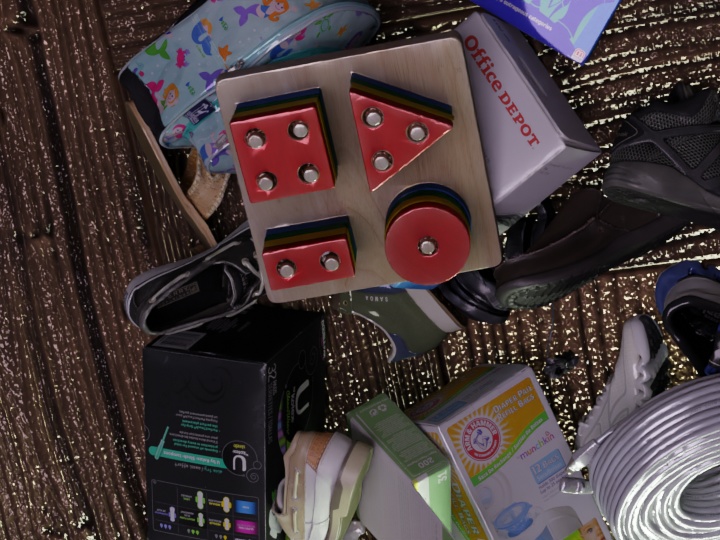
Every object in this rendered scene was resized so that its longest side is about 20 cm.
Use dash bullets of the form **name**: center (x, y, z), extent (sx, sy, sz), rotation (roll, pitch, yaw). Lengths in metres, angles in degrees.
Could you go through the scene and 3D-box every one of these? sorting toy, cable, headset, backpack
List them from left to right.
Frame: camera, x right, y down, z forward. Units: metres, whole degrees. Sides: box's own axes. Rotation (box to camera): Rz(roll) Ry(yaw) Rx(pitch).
- **backpack**: center (-0.080, -0.177, 1.592), extent (0.200, 0.178, 0.151), rotation (-44, 73, 20)
- **sorting toy**: center (0.000, -0.070, 1.501), extent (0.199, 0.070, 0.200), rotation (-10, 114, 7)
- **headset**: center (0.127, 0.004, 1.644), extent (0.123, 0.094, 0.200), rotation (-35, 84, 23)
- **cable**: center (0.294, 0.165, 1.583), extent (0.200, 0.069, 0.200), rotation (20, 127, -34)

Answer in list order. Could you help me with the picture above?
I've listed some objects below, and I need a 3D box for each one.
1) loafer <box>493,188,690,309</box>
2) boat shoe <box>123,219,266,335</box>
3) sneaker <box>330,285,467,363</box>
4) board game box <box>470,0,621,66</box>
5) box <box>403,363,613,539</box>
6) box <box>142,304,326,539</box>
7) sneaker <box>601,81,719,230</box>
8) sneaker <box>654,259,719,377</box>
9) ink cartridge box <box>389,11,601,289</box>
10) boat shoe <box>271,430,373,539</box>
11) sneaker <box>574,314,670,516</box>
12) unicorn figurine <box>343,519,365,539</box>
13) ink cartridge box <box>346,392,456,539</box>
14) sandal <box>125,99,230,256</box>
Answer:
- **loafer**: center (0.186, -0.029, 1.592), extent (0.071, 0.200, 0.073), rotation (60, 152, 11)
- **boat shoe**: center (-0.111, 0.007, 1.680), extent (0.200, 0.064, 0.071), rotation (-27, 114, -14)
- **sneaker**: center (0.000, 0.000, 1.689), extent (0.090, 0.067, 0.200), rotation (-38, 100, 20)
- **board game box**: center (0.171, -0.294, 1.562), extent (0.152, 0.045, 0.200), rotation (30, 112, 5)
- **box**: center (0.127, 0.195, 1.678), extent (0.101, 0.112, 0.200), rotation (-6, 111, 64)
- **box**: center (-0.113, 0.146, 1.724), extent (0.124, 0.149, 0.200), rotation (7, 110, 19)
- **sneaker**: center (0.305, -0.092, 1.571), extent (0.199, 0.076, 0.114), rotation (16, 80, -11)
- **sneaker**: center (0.336, 0.068, 1.595), extent (0.199, 0.115, 0.081), rotation (23, 113, 7)
- **ink cartridge box**: center (0.080, -0.099, 1.604), extent (0.200, 0.086, 0.147), rotation (-39, 69, 21)
- **boat shoe**: center (-0.040, 0.202, 1.659), extent (0.068, 0.075, 0.200), rotation (23, 139, 6)
- **sneaker**: center (0.230, 0.134, 1.674), extent (0.081, 0.075, 0.200), rotation (9, 109, 22)
- **unicorn figurine**: center (0.052, 0.280, 1.765), extent (0.137, 0.074, 0.200), rotation (-37, 92, 18)
- **ink cartridge box**: center (0.060, 0.221, 1.630), extent (0.200, 0.048, 0.146), rotation (45, 152, 39)
- **sandal**: center (-0.140, -0.074, 1.721), extent (0.070, 0.078, 0.212), rotation (-27, 108, -10)
